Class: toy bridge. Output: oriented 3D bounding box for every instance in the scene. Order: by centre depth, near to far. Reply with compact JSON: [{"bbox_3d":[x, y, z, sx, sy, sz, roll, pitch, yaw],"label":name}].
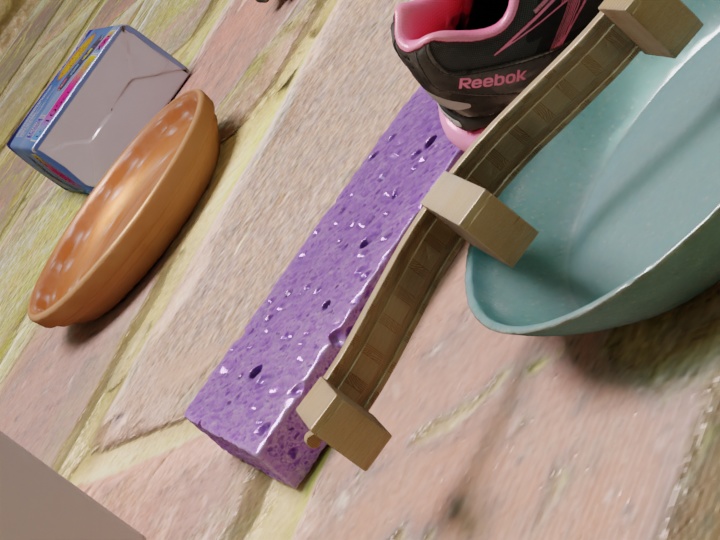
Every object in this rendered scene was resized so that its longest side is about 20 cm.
[{"bbox_3d":[0.041,-0.018,0.668,0.200,0.027,0.067,-53,15,1],"label":"toy bridge"}]

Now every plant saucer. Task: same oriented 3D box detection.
[{"bbox_3d":[0.115,-0.051,0.648,0.200,0.036,0.200,-47,18,20],"label":"plant saucer"},{"bbox_3d":[-0.161,-0.038,1.323,0.200,0.037,0.200,-47,18,20],"label":"plant saucer"}]

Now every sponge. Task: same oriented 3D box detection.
[{"bbox_3d":[0.000,0.000,0.852,0.201,0.030,0.111,-55,18,-10],"label":"sponge"}]

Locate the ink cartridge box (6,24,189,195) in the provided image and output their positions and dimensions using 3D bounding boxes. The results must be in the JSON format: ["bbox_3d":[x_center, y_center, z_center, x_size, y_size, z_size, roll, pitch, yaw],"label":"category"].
[{"bbox_3d":[-0.238,-0.141,1.656,0.137,0.076,0.200,-55,16,-7],"label":"ink cartridge box"}]

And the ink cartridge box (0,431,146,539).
[{"bbox_3d":[-0.230,0.171,0.913,0.200,0.147,0.145,-31,27,49],"label":"ink cartridge box"}]

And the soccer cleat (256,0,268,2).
[{"bbox_3d":[-0.036,-0.261,1.390,0.084,0.065,0.200,-57,17,-23],"label":"soccer cleat"}]

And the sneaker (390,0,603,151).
[{"bbox_3d":[0.087,-0.142,0.763,0.200,0.095,0.079,-52,45,2],"label":"sneaker"}]
